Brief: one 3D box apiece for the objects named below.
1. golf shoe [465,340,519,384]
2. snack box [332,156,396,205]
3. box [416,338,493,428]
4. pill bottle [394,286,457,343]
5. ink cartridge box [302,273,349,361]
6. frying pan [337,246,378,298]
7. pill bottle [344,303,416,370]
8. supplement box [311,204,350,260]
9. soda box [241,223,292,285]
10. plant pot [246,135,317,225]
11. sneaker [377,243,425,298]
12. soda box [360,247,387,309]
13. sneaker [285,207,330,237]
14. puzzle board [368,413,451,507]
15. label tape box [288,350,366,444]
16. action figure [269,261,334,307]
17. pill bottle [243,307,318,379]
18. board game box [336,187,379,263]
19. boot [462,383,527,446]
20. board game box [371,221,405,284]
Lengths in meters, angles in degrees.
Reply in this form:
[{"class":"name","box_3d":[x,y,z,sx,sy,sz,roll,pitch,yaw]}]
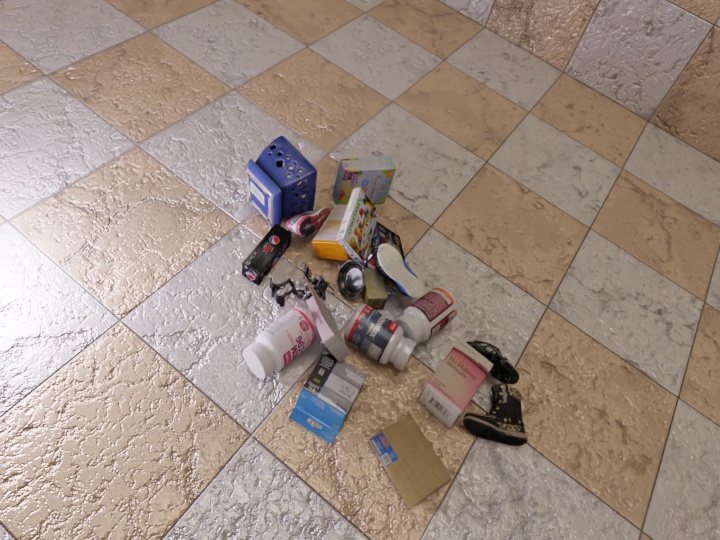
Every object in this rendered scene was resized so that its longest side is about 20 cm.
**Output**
[{"class":"golf shoe","box_3d":[0.405,0.263,1.710,0.093,0.080,0.198,-12,35,-41]},{"class":"snack box","box_3d":[0.011,-0.313,2.014,0.193,0.171,0.069,-8,55,-20]},{"class":"box","box_3d":[0.271,0.321,1.630,0.126,0.111,0.200,35,52,14]},{"class":"pill bottle","box_3d":[0.198,0.144,1.746,0.197,0.116,0.114,-31,65,-34]},{"class":"ink cartridge box","box_3d":[-0.111,0.131,1.597,0.044,0.178,0.201,-32,37,1]},{"class":"frying pan","box_3d":[-0.012,-0.006,1.780,0.114,0.195,0.030,32,12,37]},{"class":"pill bottle","box_3d":[0.060,0.198,1.662,0.196,0.121,0.120,31,51,9]},{"class":"supplement box","box_3d":[-0.061,-0.127,1.882,0.122,0.075,0.203,4,45,28]},{"class":"soda box","box_3d":[-0.293,-0.053,1.794,0.069,0.064,0.202,28,51,6]},{"class":"plant pot","box_3d":[-0.272,-0.285,1.901,0.178,0.202,0.200,-34,67,-28]},{"class":"sneaker","box_3d":[0.121,0.008,1.770,0.077,0.111,0.200,-44,86,-6]},{"class":"soda box","box_3d":[0.030,0.025,1.825,0.065,0.065,0.205,-1,52,-16]},{"class":"sneaker","box_3d":[-0.165,-0.167,1.892,0.073,0.084,0.198,13,18,30]},{"class":"puzzle board","box_3d":[0.129,0.501,1.511,0.147,0.018,0.202,-22,61,-27]},{"class":"label tape box","box_3d":[-0.087,0.339,1.545,0.140,0.067,0.202,27,49,7]},{"class":"action figure","box_3d":[-0.171,0.045,1.729,0.193,0.104,0.120,-11,44,-21]},{"class":"pill bottle","box_3d":[-0.220,0.202,1.582,0.113,0.115,0.198,41,54,18]},{"class":"board game box","box_3d":[-0.006,-0.143,1.816,0.034,0.126,0.205,-7,53,35]},{"class":"boot","box_3d":[0.383,0.399,1.624,0.193,0.074,0.154,17,51,-7]},{"class":"board game box","box_3d":[0.094,-0.055,1.876,0.134,0.034,0.205,29,38,-39]}]
